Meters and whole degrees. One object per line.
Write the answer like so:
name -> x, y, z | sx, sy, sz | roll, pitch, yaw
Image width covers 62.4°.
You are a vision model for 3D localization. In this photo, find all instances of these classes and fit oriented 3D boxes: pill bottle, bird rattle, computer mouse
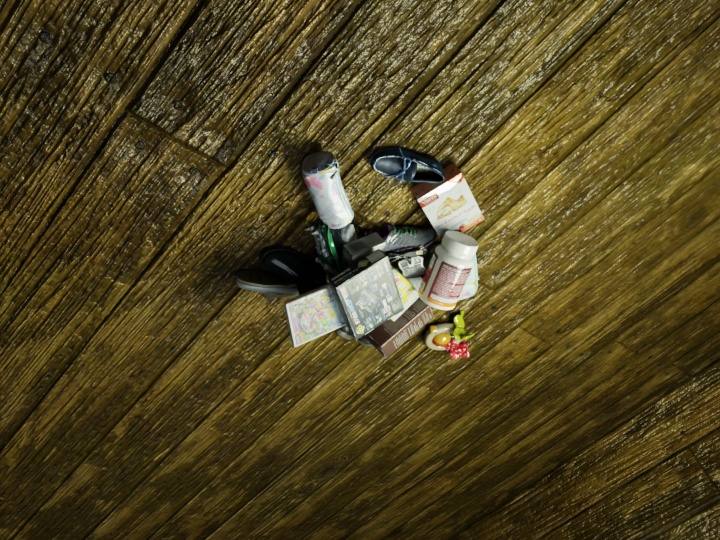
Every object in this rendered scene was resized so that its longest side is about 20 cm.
pill bottle -> 0.243, -0.001, 1.641 | 0.114, 0.114, 0.200 | 7, 117, -27
bird rattle -> 0.296, 0.224, 2.019 | 0.163, 0.113, 0.200 | 0, 146, -6
computer mouse -> 0.134, -0.026, 1.629 | 0.110, 0.044, 0.200 | -16, 161, 7

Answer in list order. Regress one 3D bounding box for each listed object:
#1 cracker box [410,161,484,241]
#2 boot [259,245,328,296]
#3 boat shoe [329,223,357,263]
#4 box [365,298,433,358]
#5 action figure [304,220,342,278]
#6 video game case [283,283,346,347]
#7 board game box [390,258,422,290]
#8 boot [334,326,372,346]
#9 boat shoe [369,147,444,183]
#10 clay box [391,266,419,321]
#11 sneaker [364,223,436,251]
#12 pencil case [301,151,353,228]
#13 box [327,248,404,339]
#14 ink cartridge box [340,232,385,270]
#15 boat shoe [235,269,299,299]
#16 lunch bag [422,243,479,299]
cracker box -> 0.238, -0.178, 1.604 | 0.134, 0.058, 0.200 | -31, 135, 9
boot -> -0.158, 0.026, 1.569 | 0.200, 0.168, 0.076 | 18, 122, -34
boat shoe -> -0.047, -0.060, 1.607 | 0.068, 0.072, 0.200 | 11, 152, 14
box -> 0.114, 0.160, 1.808 | 0.200, 0.100, 0.075 | -37, 138, -14
action figure -> -0.084, -0.027, 1.540 | 0.055, 0.118, 0.200 | -31, 119, -16
video game case -> -0.093, 0.103, 1.530 | 0.200, 0.018, 0.143 | -22, 128, -21
board game box -> 0.085, 0.057, 1.746 | 0.200, 0.040, 0.153 | -36, 134, -6
boot -> 0.027, 0.142, 1.832 | 0.200, 0.069, 0.174 | 16, 117, -42
boat shoe -> 0.124, -0.258, 1.473 | 0.200, 0.069, 0.084 | -2, 133, -20
clay box -> 0.083, 0.061, 1.664 | 0.115, 0.048, 0.200 | -45, 144, 2
sneaker -> 0.111, -0.094, 1.629 | 0.200, 0.074, 0.088 | -16, 131, -5
pencil case -> -0.077, -0.194, 1.447 | 0.091, 0.083, 0.200 | -4, 139, 13
box -> 0.019, 0.064, 1.538 | 0.159, 0.046, 0.200 | -32, 131, -13
ink cartridge box -> 0.000, 0.000, 1.600 | 0.109, 0.050, 0.200 | -24, 144, -28
boat shoe -> -0.245, 0.046, 1.621 | 0.200, 0.075, 0.068 | 6, 124, -27
lunch bag -> 0.272, 0.005, 1.777 | 0.160, 0.077, 0.200 | -17, 132, -6
